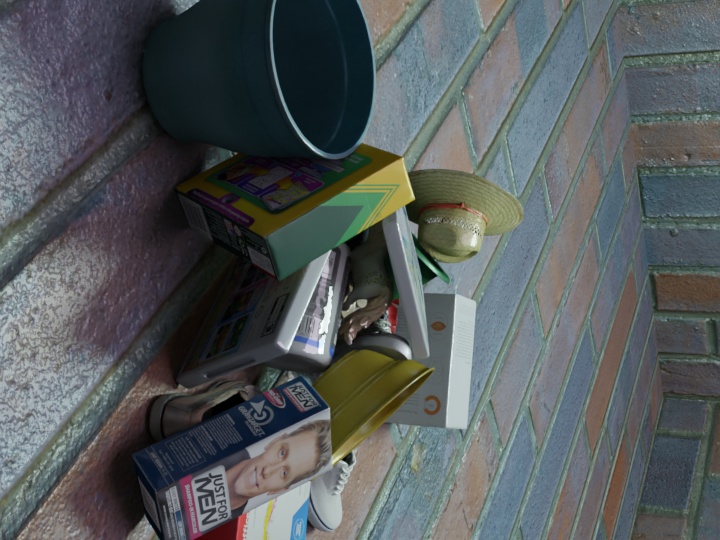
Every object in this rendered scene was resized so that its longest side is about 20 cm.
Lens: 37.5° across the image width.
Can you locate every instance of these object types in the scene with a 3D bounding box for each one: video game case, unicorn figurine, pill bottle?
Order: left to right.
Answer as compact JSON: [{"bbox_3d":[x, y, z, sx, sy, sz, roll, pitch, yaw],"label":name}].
[{"bbox_3d":[-0.106,0.026,1.148,0.024,0.182,0.200,40,50,-24],"label":"video game case"},{"bbox_3d":[-0.073,0.014,1.280,0.114,0.114,0.200,42,55,-57],"label":"pill bottle"},{"bbox_3d":[0.000,0.000,1.354,0.074,0.137,0.200,24,27,-43],"label":"unicorn figurine"},{"bbox_3d":[0.054,-0.021,1.329,0.182,0.022,0.200,-91,168,-57],"label":"video game case"}]

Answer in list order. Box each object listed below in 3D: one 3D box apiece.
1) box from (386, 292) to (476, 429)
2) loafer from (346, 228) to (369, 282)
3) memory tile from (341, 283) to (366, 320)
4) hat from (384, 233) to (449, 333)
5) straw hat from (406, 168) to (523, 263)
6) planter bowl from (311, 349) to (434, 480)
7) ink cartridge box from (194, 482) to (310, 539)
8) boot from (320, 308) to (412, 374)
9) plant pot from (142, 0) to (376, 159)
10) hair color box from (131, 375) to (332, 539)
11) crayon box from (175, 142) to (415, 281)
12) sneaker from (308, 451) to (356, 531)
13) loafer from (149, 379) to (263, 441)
[{"bbox_3d":[0.099,0.138,1.626,0.097,0.124,0.200,20,74,-63],"label":"box"},{"bbox_3d":[-0.012,-0.082,1.415,0.068,0.070,0.201,-28,110,-60],"label":"loafer"},{"bbox_3d":[-0.017,-0.011,1.505,0.200,0.017,0.154,-33,120,-60],"label":"memory tile"},{"bbox_3d":[0.017,0.018,1.527,0.200,0.176,0.166,49,8,11],"label":"hat"},{"bbox_3d":[0.128,-0.058,1.495,0.201,0.201,0.085,48,47,-55],"label":"straw hat"},{"bbox_3d":[-0.011,0.154,1.268,0.083,0.200,0.200,48,26,10],"label":"planter bowl"},{"bbox_3d":[-0.134,0.263,1.219,0.200,0.067,0.116,19,74,-62],"label":"ink cartridge box"},{"bbox_3d":[0.013,0.085,1.385,0.074,0.200,0.096,35,63,-21],"label":"boot"},{"bbox_3d":[-0.113,-0.206,1.093,0.200,0.188,0.201,10,79,-60],"label":"plant pot"},{"bbox_3d":[-0.128,0.199,1.102,0.200,0.061,0.100,-24,135,-25],"label":"hair color box"},{"bbox_3d":[-0.072,-0.080,1.111,0.172,0.200,0.058,-31,123,-23],"label":"crayon box"},{"bbox_3d":[-0.043,0.262,1.401,0.073,0.071,0.200,-46,132,-54],"label":"sneaker"},{"bbox_3d":[-0.153,0.163,1.180,0.200,0.063,0.072,2,89,-64],"label":"loafer"}]
